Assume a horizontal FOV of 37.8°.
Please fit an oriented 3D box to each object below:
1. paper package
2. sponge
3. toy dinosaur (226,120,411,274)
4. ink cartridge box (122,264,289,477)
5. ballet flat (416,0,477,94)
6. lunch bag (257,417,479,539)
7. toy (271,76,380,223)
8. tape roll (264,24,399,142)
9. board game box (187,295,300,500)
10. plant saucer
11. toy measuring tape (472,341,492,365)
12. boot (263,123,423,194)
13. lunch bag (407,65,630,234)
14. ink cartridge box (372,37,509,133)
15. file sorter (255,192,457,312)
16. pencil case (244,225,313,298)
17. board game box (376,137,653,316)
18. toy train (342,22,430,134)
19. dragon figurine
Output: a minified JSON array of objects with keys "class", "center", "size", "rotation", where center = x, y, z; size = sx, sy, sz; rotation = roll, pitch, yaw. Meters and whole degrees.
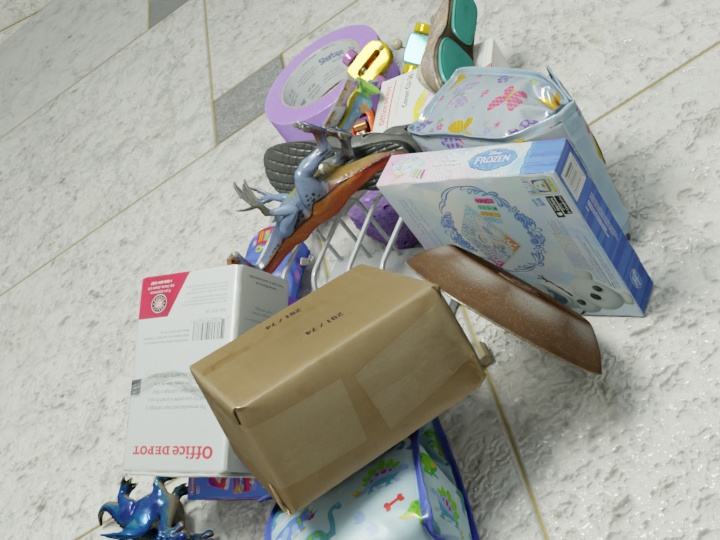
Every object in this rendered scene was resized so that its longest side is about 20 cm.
[{"class":"paper package","center":[-0.026,0.091,0.910],"size":[0.198,0.105,0.190],"rotation":[-32,16,-15]},{"class":"sponge","center":[0.082,-0.115,1.279],"size":[0.200,0.030,0.111],"rotation":[-47,36,-10]},{"class":"toy dinosaur","center":[-0.065,-0.060,1.085],"size":[0.197,0.105,0.185],"rotation":[20,103,21]},{"class":"ink cartridge box","center":[-0.155,0.107,1.059],"size":[0.143,0.083,0.204],"rotation":[-6,74,36]},{"class":"ballet flat","center":[0.099,-0.247,1.223],"size":[0.067,0.068,0.202],"rotation":[-35,26,38]},{"class":"lunch bag","center":[0.005,0.214,0.923],"size":[0.168,0.128,0.201],"rotation":[-30,25,13]},{"class":"toy","center":[-0.030,-0.141,1.305],"size":[0.047,0.115,0.202],"rotation":[31,107,14]},{"class":"tape roll","center":[-0.042,-0.264,1.527],"size":[0.198,0.066,0.202],"rotation":[-26,38,22]},{"class":"board game box","center":[-0.116,0.138,1.105],"size":[0.133,0.044,0.204],"rotation":[-9,73,36]},{"class":"plant saucer","center":[0.133,0.026,0.929],"size":[0.037,0.198,0.200],"rotation":[-62,35,6]},{"class":"toy measuring tape","center":[0.037,0.125,1.053],"size":[0.196,0.075,0.074],"rotation":[-15,37,-3]},{"class":"boot","center":[0.000,-0.127,1.187],"size":[0.196,0.071,0.131],"rotation":[4,23,26]},{"class":"lunch bag","center":[0.174,-0.111,1.066],"size":[0.127,0.170,0.199],"rotation":[-48,32,-17]},{"class":"ink cartridge box","center":[0.083,-0.190,1.273],"size":[0.197,0.068,0.118],"rotation":[-18,40,28]},{"class":"file sorter","center":[0.000,0.000,1.150],"size":[0.197,0.125,0.140],"rotation":[-5,48,39]},{"class":"pencil case","center":[-0.110,0.037,1.256],"size":[0.085,0.079,0.202],"rotation":[-2,47,15]},{"class":"board game box","center":[0.145,-0.034,0.981],"size":[0.197,0.200,0.044],"rotation":[0,52,42]},{"class":"toy train","center":[0.053,-0.240,1.406],"size":[0.197,0.153,0.056],"rotation":[-23,-7,13]},{"class":"dragon figurine","center":[-0.238,0.277,1.133],"size":[0.197,0.059,0.101],"rotation":[-17,41,28]}]
